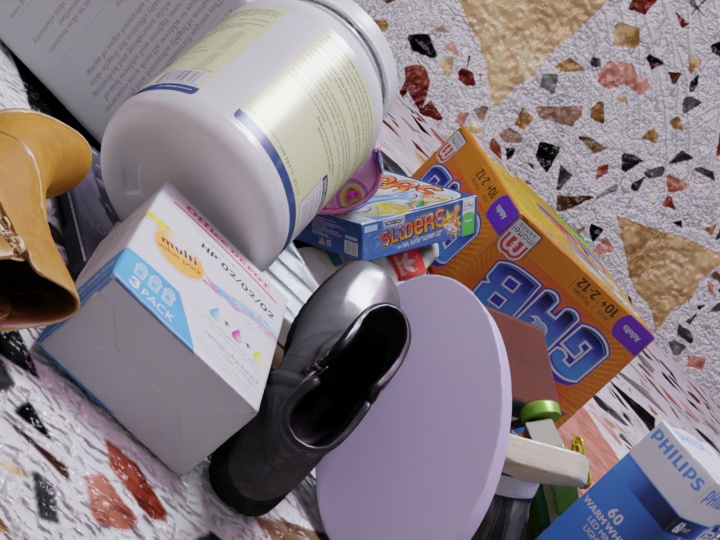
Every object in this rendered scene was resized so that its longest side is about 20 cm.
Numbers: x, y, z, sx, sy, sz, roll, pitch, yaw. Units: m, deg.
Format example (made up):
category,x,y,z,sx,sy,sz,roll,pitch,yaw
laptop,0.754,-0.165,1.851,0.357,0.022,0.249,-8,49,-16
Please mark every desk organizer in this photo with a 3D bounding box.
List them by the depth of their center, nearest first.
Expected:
category,x,y,z,sx,sy,sz,roll,pitch,yaw
desk organizer,0.089,0.077,1.133,0.200,0.071,0.078,22,54,-58

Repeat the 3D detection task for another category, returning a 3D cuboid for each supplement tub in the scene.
category,x,y,z,sx,sy,sz,roll,pitch,yaw
supplement tub,-0.072,-0.101,0.991,0.145,0.145,0.200,44,47,-4

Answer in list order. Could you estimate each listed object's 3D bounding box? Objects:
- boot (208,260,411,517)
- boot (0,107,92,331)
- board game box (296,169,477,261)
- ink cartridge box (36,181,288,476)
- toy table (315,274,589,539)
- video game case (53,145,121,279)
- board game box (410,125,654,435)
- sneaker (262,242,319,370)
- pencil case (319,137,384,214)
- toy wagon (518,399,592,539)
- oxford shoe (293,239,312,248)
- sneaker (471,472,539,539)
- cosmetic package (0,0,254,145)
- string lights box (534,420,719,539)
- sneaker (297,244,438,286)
category,x,y,z,sx,sy,sz,roll,pitch,yaw
boot,-0.004,0.051,0.830,0.070,0.132,0.201,35,52,-8
boot,-0.193,-0.025,0.786,0.144,0.071,0.201,46,22,24
board game box,-0.013,-0.058,1.240,0.135,0.035,0.199,-15,24,-39
ink cartridge box,-0.111,0.022,0.867,0.115,0.068,0.200,45,17,-14
toy table,0.050,0.118,0.946,0.182,0.202,0.117,13,-16,29
video game case,-0.161,-0.021,1.012,0.143,0.019,0.200,37,14,-35
board game box,0.117,0.028,1.353,0.200,0.200,0.200,39,13,-27
sneaker,-0.064,0.033,1.046,0.200,0.071,0.073,48,48,2
pencil case,-0.023,-0.110,1.203,0.087,0.087,0.200,43,12,-12
toy wagon,0.150,0.182,1.100,0.200,0.039,0.157,82,-1,-62
oxford shoe,-0.035,-0.034,1.320,0.073,0.084,0.200,47,14,-10
sneaker,0.089,0.184,1.081,0.066,0.091,0.200,11,-4,-3
cosmetic package,-0.167,-0.195,1.182,0.200,0.168,0.166,45,11,16
string lights box,0.167,0.197,0.968,0.059,0.200,0.103,52,15,31
sneaker,0.000,0.000,1.196,0.199,0.093,0.071,-23,95,-62
